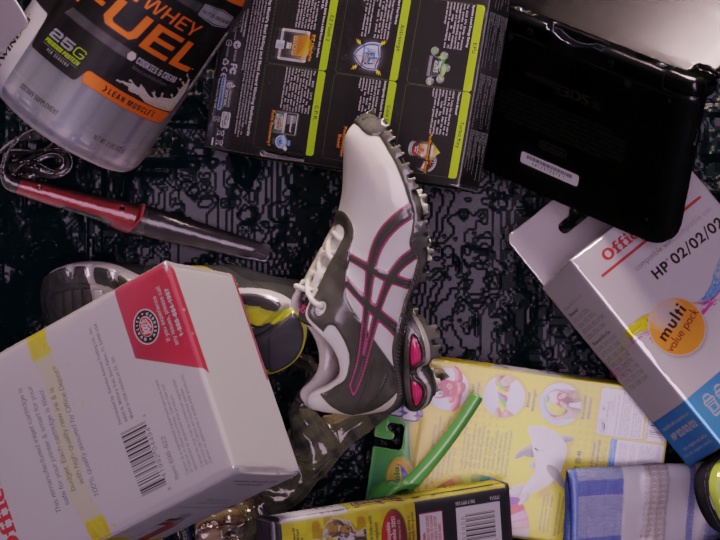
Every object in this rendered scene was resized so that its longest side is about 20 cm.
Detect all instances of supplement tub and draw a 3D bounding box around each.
[{"bbox_3d":[-0.146,-0.176,1.615,0.122,0.123,0.200,34,101,-2],"label":"supplement tub"}]

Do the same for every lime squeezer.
[{"bbox_3d":[0.003,0.152,1.656,0.200,0.038,0.071,-24,49,17],"label":"lime squeezer"}]

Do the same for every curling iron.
[{"bbox_3d":[-0.155,-0.046,1.680,0.199,0.026,0.050,22,93,-3],"label":"curling iron"}]

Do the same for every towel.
[{"bbox_3d":[0.229,0.203,1.670,0.199,0.024,0.147,1,93,-21],"label":"towel"}]

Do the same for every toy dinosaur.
[{"bbox_3d":[-0.040,0.107,1.659,0.200,0.047,0.088,-39,63,-1],"label":"toy dinosaur"}]

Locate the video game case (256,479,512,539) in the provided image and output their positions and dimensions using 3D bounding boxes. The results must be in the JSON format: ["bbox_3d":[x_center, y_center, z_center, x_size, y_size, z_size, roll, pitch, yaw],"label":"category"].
[{"bbox_3d":[0.023,0.248,1.617,0.180,0.025,0.201,-6,95,-28],"label":"video game case"}]

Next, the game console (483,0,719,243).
[{"bbox_3d":[0.171,-0.139,1.644,0.200,0.116,0.176,26,120,35],"label":"game console"}]

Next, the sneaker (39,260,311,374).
[{"bbox_3d":[-0.120,0.031,1.665,0.199,0.085,0.075,9,105,18],"label":"sneaker"}]

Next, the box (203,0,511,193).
[{"bbox_3d":[0.002,-0.164,1.640,0.193,0.047,0.201,9,90,21],"label":"box"}]

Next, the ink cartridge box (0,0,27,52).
[{"bbox_3d":[-0.268,-0.235,1.618,0.067,0.117,0.200,-29,88,-39],"label":"ink cartridge box"}]

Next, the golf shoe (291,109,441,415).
[{"bbox_3d":[0.000,0.000,1.573,0.088,0.077,0.201,-9,105,-14],"label":"golf shoe"}]

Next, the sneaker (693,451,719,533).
[{"bbox_3d":[0.306,0.120,1.634,0.200,0.083,0.072,-35,99,-40],"label":"sneaker"}]

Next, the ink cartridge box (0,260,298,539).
[{"bbox_3d":[-0.159,0.103,1.585,0.200,0.083,0.146,-27,73,24],"label":"ink cartridge box"}]

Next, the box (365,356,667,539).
[{"bbox_3d":[0.107,0.125,1.685,0.199,0.048,0.118,8,91,-5],"label":"box"}]

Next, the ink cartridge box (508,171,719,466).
[{"bbox_3d":[0.207,0.015,1.651,0.115,0.068,0.200,-38,85,-20],"label":"ink cartridge box"}]

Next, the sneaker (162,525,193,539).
[{"bbox_3d":[-0.141,0.227,1.660,0.075,0.078,0.201,-11,91,-1],"label":"sneaker"}]

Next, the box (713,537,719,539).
[{"bbox_3d":[0.282,0.253,1.624,0.199,0.107,0.149,-18,100,-18],"label":"box"}]
